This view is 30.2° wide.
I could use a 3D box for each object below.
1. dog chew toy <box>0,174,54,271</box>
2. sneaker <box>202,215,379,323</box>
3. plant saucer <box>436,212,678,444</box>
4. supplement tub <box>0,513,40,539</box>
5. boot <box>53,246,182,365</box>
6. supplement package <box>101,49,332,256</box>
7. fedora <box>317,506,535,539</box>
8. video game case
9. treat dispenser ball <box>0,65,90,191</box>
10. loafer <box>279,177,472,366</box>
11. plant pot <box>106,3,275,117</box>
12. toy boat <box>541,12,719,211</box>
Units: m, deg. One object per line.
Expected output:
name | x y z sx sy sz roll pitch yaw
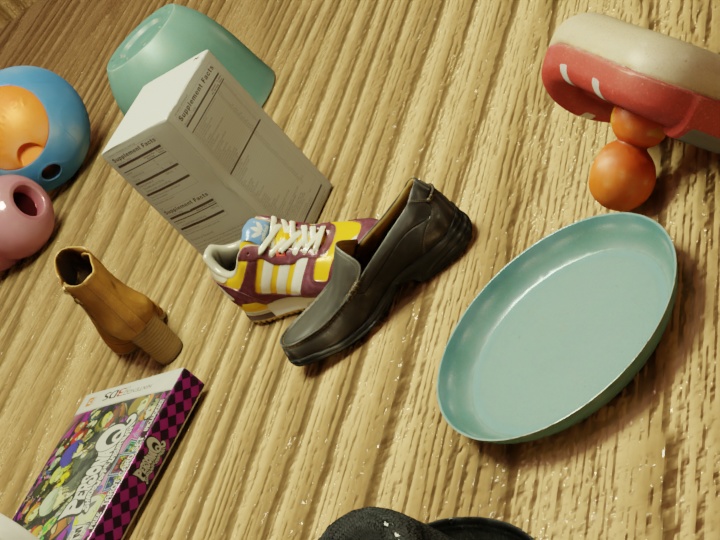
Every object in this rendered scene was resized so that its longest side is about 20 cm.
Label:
dog chew toy | -0.544 -0.057 1.996 0.199 0.124 0.125 -34 26 38
sneaker | -0.064 -0.015 1.241 0.199 0.090 0.075 -24 32 37
plant saucer | 0.139 0.043 0.928 0.199 0.027 0.201 -35 26 20
supplement tub | -0.339 0.308 1.107 0.144 0.144 0.201 -5 45 53
boot | -0.273 0.027 1.428 0.071 0.144 0.201 -49 25 -13
supplement package | -0.144 -0.103 1.364 0.109 0.200 0.114 -20 34 40
fedora | 0.019 0.203 0.786 0.200 0.092 0.201 -35 27 21
video game case | -0.251 0.192 1.274 0.180 0.036 0.201 -18 36 46
treat dispenser ball | -0.527 -0.221 2.112 0.200 0.201 0.202 -34 27 20
loafer | 0.000 0.000 1.145 0.200 0.072 0.073 -42 26 7
plant pot | -0.240 -0.255 1.783 0.200 0.161 0.201 -35 26 20
toy boat | 0.204 -0.108 0.980 0.200 0.129 0.132 -132 59 -65
